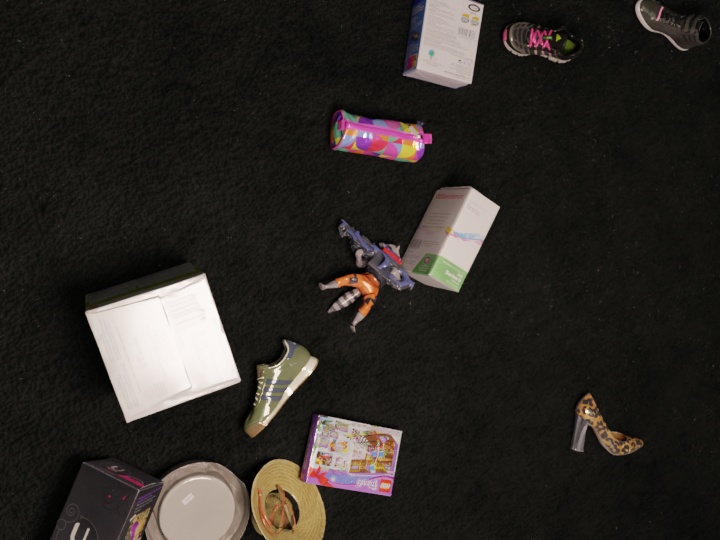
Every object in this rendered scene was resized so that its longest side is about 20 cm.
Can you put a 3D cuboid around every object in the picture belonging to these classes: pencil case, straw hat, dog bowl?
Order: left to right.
[{"bbox_3d":[-0.315,0.456,1.413,0.199,0.059,0.201,-2,95,-23],"label":"dog bowl"},{"bbox_3d":[-0.168,0.479,1.458,0.085,0.201,0.201,-36,113,27],"label":"straw hat"},{"bbox_3d":[0.037,-0.270,1.489,0.199,0.088,0.089,3,93,-22],"label":"pencil case"}]

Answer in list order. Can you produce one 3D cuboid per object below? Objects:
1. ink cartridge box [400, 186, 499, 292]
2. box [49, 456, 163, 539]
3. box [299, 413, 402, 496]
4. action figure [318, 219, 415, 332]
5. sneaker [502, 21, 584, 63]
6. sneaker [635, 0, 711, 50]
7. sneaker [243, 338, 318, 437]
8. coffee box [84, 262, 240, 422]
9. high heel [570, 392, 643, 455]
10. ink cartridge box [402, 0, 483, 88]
[{"bbox_3d":[0.181,-0.067,1.532,0.087,0.145,0.201,28,83,-23],"label":"ink cartridge box"},{"bbox_3d":[-0.455,0.449,1.303,0.122,0.106,0.201,20,85,13],"label":"box"},{"bbox_3d":[-0.018,0.383,1.532,0.199,0.039,0.138,17,77,-24],"label":"box"},{"bbox_3d":[0.000,0.000,1.509,0.193,0.105,0.200,-39,83,-23],"label":"action figure"},{"bbox_3d":[0.409,-0.506,1.623,0.199,0.087,0.074,7,92,-23],"label":"sneaker"},{"bbox_3d":[0.751,-0.595,1.756,0.199,0.099,0.071,25,87,-22],"label":"sneaker"},{"bbox_3d":[-0.179,0.222,1.452,0.090,0.067,0.200,44,77,-12],"label":"sneaker"},{"bbox_3d":[-0.351,0.116,1.293,0.199,0.198,0.201,-19,103,-18],"label":"coffee box"},{"bbox_3d":[0.609,0.369,1.788,0.199,0.071,0.143,5,99,-14],"label":"high heel"},{"bbox_3d":[0.173,-0.494,1.531,0.136,0.076,0.201,8,93,-24],"label":"ink cartridge box"}]
